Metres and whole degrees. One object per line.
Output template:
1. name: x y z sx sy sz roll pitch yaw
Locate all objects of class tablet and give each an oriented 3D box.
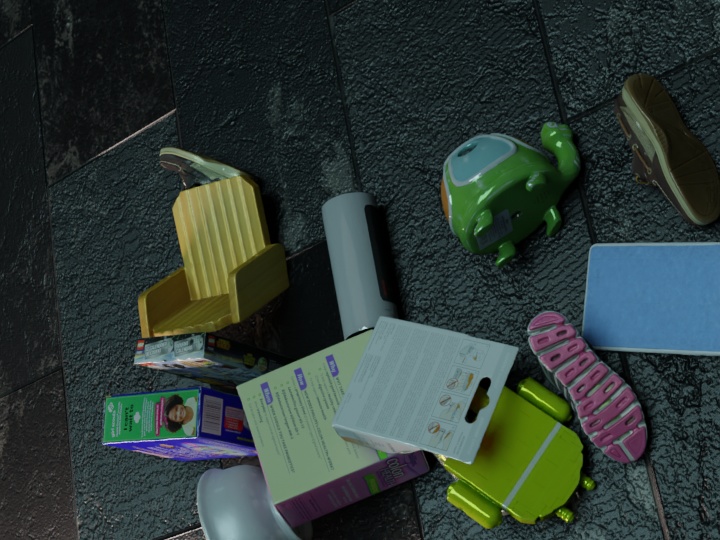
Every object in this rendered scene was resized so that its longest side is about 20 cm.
1. tablet: 0.352 0.032 1.531 0.198 0.014 0.132 0 80 40

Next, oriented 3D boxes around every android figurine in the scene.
1. android figurine: 0.185 0.221 1.563 0.199 0.041 0.183 32 79 16

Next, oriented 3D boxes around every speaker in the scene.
1. speaker: 0.000 0.000 1.779 0.081 0.081 0.202 -24 65 32

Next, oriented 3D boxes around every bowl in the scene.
1. bowl: -0.126 0.337 1.739 0.090 0.201 0.203 -30 61 14

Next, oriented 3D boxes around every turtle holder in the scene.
1. turtle holder: 0.181 -0.113 1.621 0.186 0.140 0.132 -49 53 20

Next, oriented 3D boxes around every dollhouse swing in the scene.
1. dollhouse swing: -0.234 -0.020 1.910 0.198 0.182 0.177 -11 107 36

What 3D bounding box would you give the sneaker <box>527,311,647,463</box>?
1. sneaker: 0.270 0.136 1.541 0.074 0.087 0.201 -38 80 5

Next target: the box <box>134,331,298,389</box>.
1. box: -0.199 0.129 1.831 0.136 0.199 0.040 -8 71 36

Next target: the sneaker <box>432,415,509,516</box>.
1. sneaker: 0.124 0.231 1.627 0.200 0.076 0.076 45 106 35

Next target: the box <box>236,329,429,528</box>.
1. box: -0.036 0.205 1.690 0.198 0.097 0.177 -23 59 0

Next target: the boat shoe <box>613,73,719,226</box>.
1. boat shoe: 0.356 -0.132 1.542 0.201 0.072 0.072 63 149 18

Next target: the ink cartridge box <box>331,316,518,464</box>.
1. ink cartridge box: 0.082 0.149 1.591 0.198 0.050 0.163 13 64 29

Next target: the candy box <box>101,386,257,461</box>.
1. candy box: -0.242 0.221 1.864 0.198 0.168 0.078 -11 69 36

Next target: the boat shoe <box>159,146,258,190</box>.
1. boat shoe: -0.246 -0.143 2.016 0.199 0.073 0.065 18 86 40
